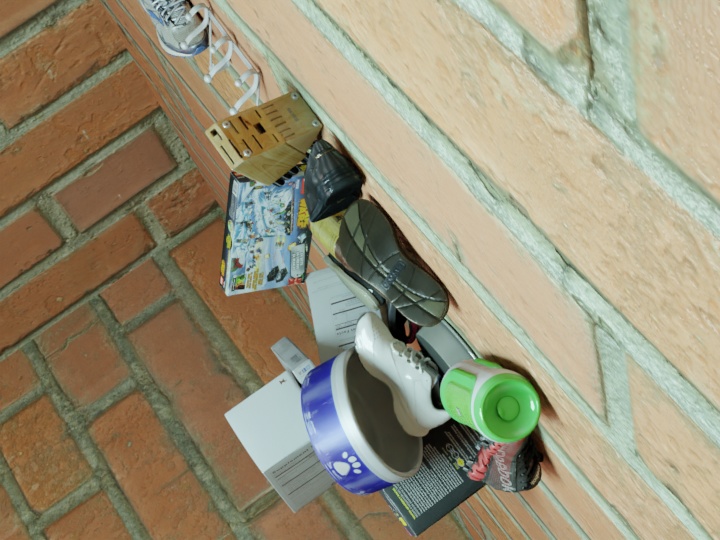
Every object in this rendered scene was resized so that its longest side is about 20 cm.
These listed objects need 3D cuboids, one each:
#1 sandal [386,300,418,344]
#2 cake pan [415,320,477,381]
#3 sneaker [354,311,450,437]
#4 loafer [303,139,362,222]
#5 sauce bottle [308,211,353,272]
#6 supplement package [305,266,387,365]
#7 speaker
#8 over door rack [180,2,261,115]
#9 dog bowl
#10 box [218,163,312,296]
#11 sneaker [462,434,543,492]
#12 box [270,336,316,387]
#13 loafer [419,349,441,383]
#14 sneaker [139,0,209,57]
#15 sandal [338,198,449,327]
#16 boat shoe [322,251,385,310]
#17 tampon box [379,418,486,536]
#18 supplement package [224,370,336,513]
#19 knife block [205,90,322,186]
[{"bbox_3d":[0.067,0.076,1.791,0.200,0.045,0.075,76,-166,-54],"label":"sandal"},{"bbox_3d":[0.143,0.150,1.711,0.201,0.037,0.200,54,173,9],"label":"cake pan"},{"bbox_3d":[0.065,0.138,1.726,0.200,0.087,0.075,56,-143,-11],"label":"sneaker"},{"bbox_3d":[-0.043,-0.117,1.613,0.073,0.073,0.200,63,164,7],"label":"loafer"},{"bbox_3d":[-0.010,-0.037,1.760,0.200,0.066,0.066,44,167,50],"label":"sauce bottle"},{"bbox_3d":[-0.009,0.099,1.911,0.114,0.109,0.201,65,-169,-53],"label":"supplement package"},{"bbox_3d":[0.154,0.156,1.475,0.089,0.088,0.200,55,173,-6],"label":"speaker"},{"bbox_3d":[-0.202,-0.292,1.830,0.148,0.066,0.200,54,173,16],"label":"over door rack"},{"bbox_3d":[0.003,0.214,1.732,0.200,0.079,0.201,46,-152,-33],"label":"dog bowl"},{"bbox_3d":[-0.139,-0.063,1.855,0.040,0.136,0.201,49,138,45],"label":"box"},{"bbox_3d":[0.204,0.241,1.611,0.098,0.071,0.201,29,152,8],"label":"sneaker"},{"bbox_3d":[-0.056,0.202,1.858,0.200,0.036,0.144,58,171,-19],"label":"box"},{"bbox_3d":[0.101,0.173,1.939,0.067,0.076,0.200,44,169,27],"label":"loafer"},{"bbox_3d":[-0.307,-0.417,1.930,0.200,0.077,0.085,51,168,29],"label":"sneaker"},{"bbox_3d":[0.046,-0.007,1.561,0.200,0.082,0.055,45,-168,22],"label":"sandal"},{"bbox_3d":[0.000,0.000,1.810,0.072,0.068,0.200,51,179,-24],"label":"boat shoe"},{"bbox_3d":[0.125,0.302,1.877,0.126,0.200,0.150,53,173,10],"label":"tampon box"},{"bbox_3d":[-0.104,0.259,1.824,0.117,0.117,0.200,52,172,29],"label":"supplement package"},{"bbox_3d":[-0.131,-0.152,1.612,0.064,0.200,0.176,53,143,11],"label":"knife block"}]
